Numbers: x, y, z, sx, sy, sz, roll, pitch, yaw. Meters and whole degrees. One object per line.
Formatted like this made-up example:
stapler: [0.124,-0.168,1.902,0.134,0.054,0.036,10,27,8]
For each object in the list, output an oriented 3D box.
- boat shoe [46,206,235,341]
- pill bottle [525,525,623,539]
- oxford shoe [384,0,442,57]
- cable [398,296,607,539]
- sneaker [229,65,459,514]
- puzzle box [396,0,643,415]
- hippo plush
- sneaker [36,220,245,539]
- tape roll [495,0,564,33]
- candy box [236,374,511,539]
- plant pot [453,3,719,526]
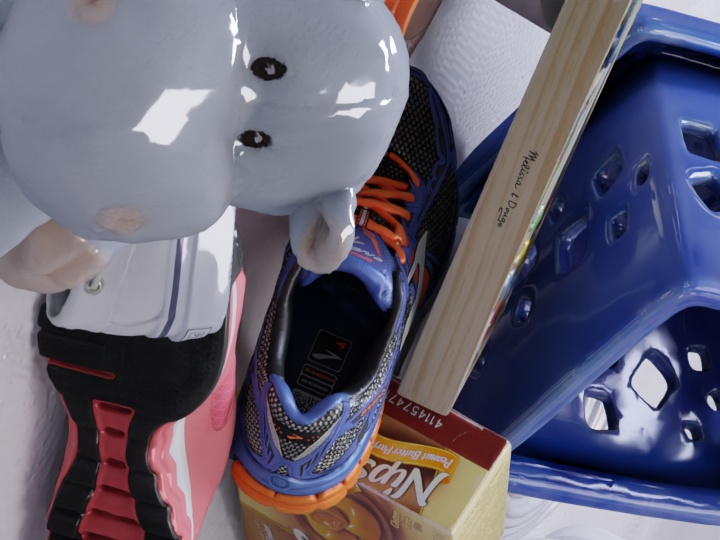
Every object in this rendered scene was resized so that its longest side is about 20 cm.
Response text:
boat shoe: [-0.076,-0.071,0.872,0.066,0.074,0.201,-3,102,-22]
pill bottle: [0.100,0.229,1.532,0.200,0.115,0.116,-25,136,-57]
oxford shoe: [0.011,-0.135,1.029,0.201,0.071,0.073,-60,177,1]
cable: [0.083,0.061,1.376,0.200,0.069,0.201,-48,153,-36]
sneaker: [0.000,0.000,1.056,0.079,0.075,0.201,107,-3,-67]
puzzle box: [0.075,-0.048,1.084,0.133,0.025,0.201,-56,169,-65]
hippo plush: [-0.059,-0.045,0.740,0.199,0.161,0.160,-6,116,-35]
sneaker: [-0.082,0.038,1.005,0.087,0.073,0.201,-62,167,-55]
tape roll: [0.108,-0.207,1.118,0.203,0.071,0.203,-47,157,-27]
candy box: [0.005,0.112,1.161,0.055,0.115,0.200,-54,163,-23]
plant pot: [0.160,-0.005,1.219,0.199,0.181,0.200,11,146,-30]
